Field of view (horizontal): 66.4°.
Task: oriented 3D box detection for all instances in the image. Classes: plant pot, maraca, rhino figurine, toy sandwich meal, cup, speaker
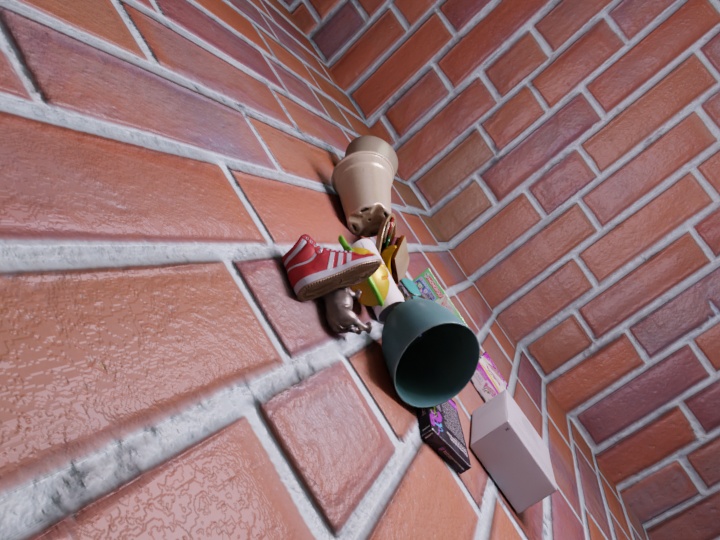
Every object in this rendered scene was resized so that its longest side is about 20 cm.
[{"bbox_3d":[0.016,-0.210,1.620,0.199,0.197,0.188,37,34,-42],"label":"plant pot"},{"bbox_3d":[0.000,0.000,1.261,0.202,0.105,0.139,54,-9,41],"label":"maraca"},{"bbox_3d":[-0.045,0.049,1.107,0.085,0.060,0.203,15,35,-33],"label":"rhino figurine"},{"bbox_3d":[0.091,-0.055,1.532,0.068,0.213,0.205,11,8,15],"label":"toy sandwich meal"},{"bbox_3d":[0.133,0.156,1.175,0.200,0.201,0.162,41,8,-32],"label":"plant pot"},{"bbox_3d":[0.023,-0.335,1.893,0.200,0.197,0.146,44,44,-27],"label":"cup"},{"bbox_3d":[0.038,0.023,1.354,0.081,0.080,0.204,27,30,-55],"label":"speaker"}]

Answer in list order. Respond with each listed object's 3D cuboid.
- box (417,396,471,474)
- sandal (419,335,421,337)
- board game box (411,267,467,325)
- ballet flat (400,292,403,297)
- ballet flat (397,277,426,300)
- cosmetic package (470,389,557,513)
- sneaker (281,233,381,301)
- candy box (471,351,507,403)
[{"bbox_3d":[0.175,0.327,1.217,0.143,0.036,0.202,47,17,-21],"label":"box"},{"bbox_3d":[0.157,0.156,1.323,0.195,0.078,0.090,19,70,-33],"label":"sandal"},{"bbox_3d":[0.189,0.118,1.494,0.203,0.133,0.029,55,5,7],"label":"board game box"},{"bbox_3d":[0.088,0.099,1.380,0.067,0.062,0.204,28,30,-46],"label":"ballet flat"},{"bbox_3d":[0.141,0.088,1.405,0.072,0.072,0.201,44,5,-26],"label":"ballet flat"},{"bbox_3d":[0.380,0.449,1.388,0.202,0.122,0.200,53,15,1],"label":"cosmetic package"},{"bbox_3d":[-0.058,-0.021,1.071,0.195,0.072,0.114,-17,58,-31],"label":"sneaker"},{"bbox_3d":[0.410,0.347,1.782,0.139,0.060,0.199,57,17,11],"label":"candy box"}]
